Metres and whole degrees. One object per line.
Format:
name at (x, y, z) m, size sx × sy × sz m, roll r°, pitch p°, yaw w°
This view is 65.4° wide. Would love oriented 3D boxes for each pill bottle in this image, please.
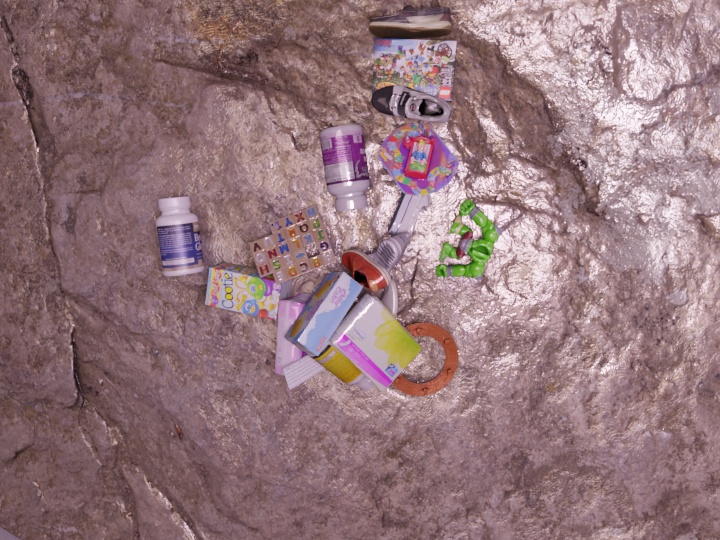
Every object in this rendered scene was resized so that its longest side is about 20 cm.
pill bottle at (-0.485, -0.093, 1.499) m, size 0.109 × 0.111 × 0.203 m, roll -4°, pitch 98°, yaw 10°
pill bottle at (-0.035, -0.252, 1.395) m, size 0.111 × 0.112 × 0.203 m, roll -7°, pitch 98°, yaw 11°
pill bottle at (-0.039, 0.221, 1.449) m, size 0.112 × 0.113 × 0.200 m, roll -44°, pitch 111°, yaw 13°

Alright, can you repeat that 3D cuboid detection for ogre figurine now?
ogre figurine at (0.268, -0.058, 1.381) m, size 0.119 × 0.098 × 0.202 m, roll 26°, pitch 91°, yaw 17°

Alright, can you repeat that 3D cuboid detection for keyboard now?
keyboard at (-0.121, 0.241, 1.457) m, size 0.011 × 0.199 × 0.057 m, roll -18°, pitch 94°, yaw 44°

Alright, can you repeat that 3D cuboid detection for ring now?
ring at (0.160, 0.234, 1.458) m, size 0.197 × 0.019 × 0.203 m, roll -1°, pitch 102°, yaw -5°

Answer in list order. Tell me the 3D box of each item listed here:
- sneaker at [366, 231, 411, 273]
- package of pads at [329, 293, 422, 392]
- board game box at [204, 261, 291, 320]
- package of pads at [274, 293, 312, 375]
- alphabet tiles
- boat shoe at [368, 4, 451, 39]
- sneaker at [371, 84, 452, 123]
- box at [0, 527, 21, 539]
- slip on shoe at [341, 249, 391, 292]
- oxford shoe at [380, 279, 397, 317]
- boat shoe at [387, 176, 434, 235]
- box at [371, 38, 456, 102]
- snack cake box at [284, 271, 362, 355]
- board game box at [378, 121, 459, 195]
sneaker at (0.073, -0.035, 1.389) m, size 0.082 × 0.200 × 0.075 m, roll -34°, pitch 87°, yaw -25°
package of pads at (0.038, 0.173, 1.371) m, size 0.155 × 0.068 × 0.200 m, roll -47°, pitch 108°, yaw -6°
board game box at (-0.296, 0.053, 1.493) m, size 0.197 × 0.103 × 0.106 m, roll 11°, pitch 100°, yaw 8°
package of pads at (-0.169, 0.167, 1.477) m, size 0.075 × 0.120 × 0.203 m, roll 9°, pitch 100°, yaw 21°
alphabet tiles at (-0.181, -0.062, 1.447) m, size 0.198 × 0.008 × 0.169 m, roll -21°, pitch 73°, yaw -3°
boat shoe at (0.119, -0.596, 1.339) m, size 0.198 × 0.072 × 0.067 m, roll 4°, pitch 89°, yaw 9°
sneaker at (0.118, -0.395, 1.322) m, size 0.197 × 0.089 × 0.075 m, roll 11°, pitch 106°, yaw 9°
box at (-1.182, 0.948, 1.776) m, size 0.198 × 0.131 × 0.201 m, roll 28°, pitch 102°, yaw 4°
slip on shoe at (0.000, 0.000, 1.398) m, size 0.061 × 0.200 × 0.075 m, roll -34°, pitch 124°, yaw -16°
oxford shoe at (0.058, 0.121, 1.455) m, size 0.057 × 0.075 × 0.203 m, roll 6°, pitch 105°, yaw -12°
boat shoe at (0.144, -0.168, 1.387) m, size 0.085 × 0.075 × 0.204 m, roll 25°, pitch 81°, yaw -9°
box at (0.130, -0.487, 1.366) m, size 0.197 × 0.038 × 0.139 m, roll 5°, pitch 100°, yaw 9°
snack cake box at (-0.091, 0.103, 1.370) m, size 0.067 × 0.115 × 0.201 m, roll 38°, pitch 73°, yaw -17°
board game box at (0.137, -0.278, 1.348) m, size 0.157 × 0.039 × 0.201 m, roll -31°, pitch 69°, yaw -6°
